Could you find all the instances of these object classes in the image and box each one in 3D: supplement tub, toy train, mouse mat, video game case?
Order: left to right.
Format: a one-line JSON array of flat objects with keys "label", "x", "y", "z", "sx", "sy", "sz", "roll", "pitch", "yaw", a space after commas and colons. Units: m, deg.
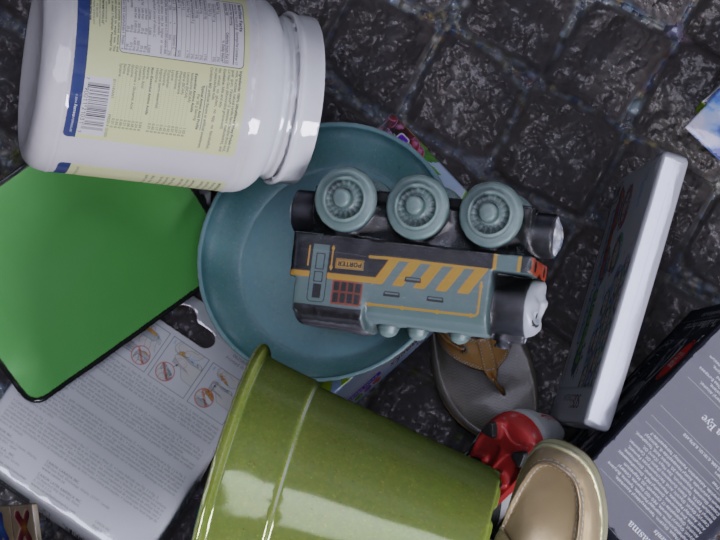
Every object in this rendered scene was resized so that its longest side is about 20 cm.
[{"label": "mouse mat", "x": -0.211, "y": -0.015, "z": 1.466, "sx": 0.199, "sy": 0.008, "sz": 0.161, "roll": -35, "pitch": 110, "yaw": -7}, {"label": "supplement tub", "x": -0.136, "y": -0.133, "z": 1.386, "sx": 0.198, "sy": 0.145, "sz": 0.146, "roll": 6, "pitch": 86, "yaw": -17}, {"label": "toy train", "x": 0.042, "y": -0.007, "z": 1.371, "sx": 0.198, "sy": 0.085, "sz": 0.115, "roll": 6, "pitch": 86, "yaw": 15}, {"label": "video game case", "x": 0.189, "y": 0.019, "z": 1.441, "sx": 0.024, "sy": 0.182, "sz": 0.202, "roll": 17, "pitch": 86, "yaw": -1}]

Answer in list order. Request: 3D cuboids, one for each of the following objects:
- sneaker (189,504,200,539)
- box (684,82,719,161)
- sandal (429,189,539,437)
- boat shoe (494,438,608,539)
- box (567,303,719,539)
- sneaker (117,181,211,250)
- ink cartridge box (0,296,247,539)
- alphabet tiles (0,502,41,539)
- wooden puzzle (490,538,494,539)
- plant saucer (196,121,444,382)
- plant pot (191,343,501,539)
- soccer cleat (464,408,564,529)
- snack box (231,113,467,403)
[{"label": "sneaker", "x": -0.129, "y": 0.236, "z": 1.457, "sx": 0.199, "sy": 0.083, "sz": 0.122, "roll": 2, "pitch": 82, "yaw": -28}, {"label": "box", "x": 0.358, "y": -0.141, "z": 1.520, "sx": 0.122, "sy": 0.048, "sz": 0.200, "roll": 43, "pitch": 87, "yaw": 3}, {"label": "sandal", "x": 0.092, "y": 0.035, "z": 1.504, "sx": 0.081, "sy": 0.055, "sz": 0.202, "roll": -6, "pitch": 86, "yaw": 0}, {"label": "boat shoe", "x": 0.116, "y": 0.210, "z": 1.329, "sx": 0.072, "sy": 0.065, "sz": 0.201, "roll": 25, "pitch": 120, "yaw": 23}, {"label": "box", "x": 0.235, "y": 0.124, "z": 1.425, "sx": 0.104, "sy": 0.200, "sz": 0.182, "roll": 43, "pitch": 86, "yaw": 2}, {"label": "sneaker", "x": -0.163, "y": -0.099, "z": 1.507, "sx": 0.075, "sy": 0.081, "sz": 0.202, "roll": -11, "pitch": 105, "yaw": -13}, {"label": "ink cartridge box", "x": -0.183, "y": 0.108, "z": 1.512, "sx": 0.162, "sy": 0.057, "sz": 0.201, "roll": 33, "pitch": 68, "yaw": 2}, {"label": "alphabet tiles", "x": -0.256, "y": 0.276, "z": 1.447, "sx": 0.006, "sy": 0.166, "sz": 0.202, "roll": -4, "pitch": 85, "yaw": -40}, {"label": "wooden puzzle", "x": 0.095, "y": 0.293, "z": 1.426, "sx": 0.198, "sy": 0.046, "sz": 0.187, "roll": 15, "pitch": 100, "yaw": 3}, {"label": "plant saucer", "x": -0.022, "y": -0.011, "z": 1.447, "sx": 0.198, "sy": 0.036, "sz": 0.202, "roll": -5, "pitch": 71, "yaw": 14}, {"label": "plant pot", "x": -0.006, "y": 0.173, "z": 1.344, "sx": 0.189, "sy": 0.200, "sz": 0.202, "roll": 16, "pitch": 86, "yaw": 3}, {"label": "soccer cleat", "x": 0.081, "y": 0.182, "z": 1.482, "sx": 0.069, "sy": 0.085, "sz": 0.200, "roll": 47, "pitch": 115, "yaw": 22}, {"label": "snack box", "x": 0.000, "y": 0.000, "z": 1.486, "sx": 0.200, "sy": 0.053, "sz": 0.142, "roll": -43, "pitch": 68, "yaw": -1}]
